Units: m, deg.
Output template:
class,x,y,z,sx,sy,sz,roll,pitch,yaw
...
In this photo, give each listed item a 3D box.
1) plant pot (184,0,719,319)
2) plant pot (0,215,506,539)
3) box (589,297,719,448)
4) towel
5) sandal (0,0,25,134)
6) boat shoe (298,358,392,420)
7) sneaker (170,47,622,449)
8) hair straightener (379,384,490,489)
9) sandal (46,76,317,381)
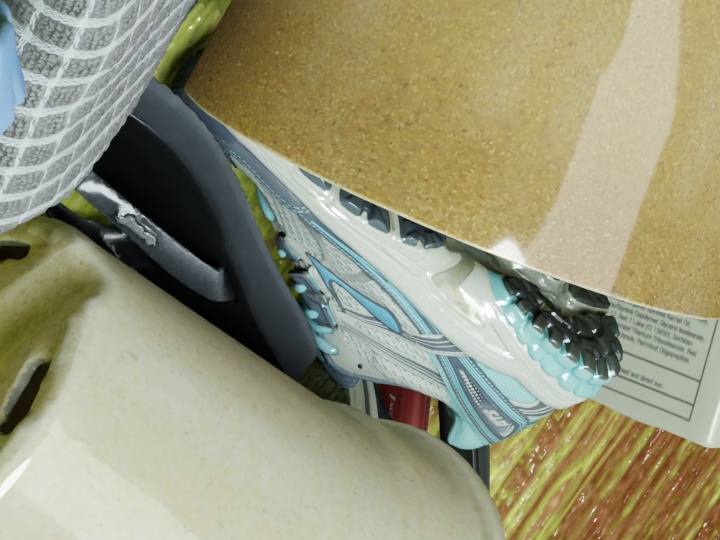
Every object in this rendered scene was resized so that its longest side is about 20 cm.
class,x,y,z,sx,sy,sz,roll,pitch,yaw
plant pot,0.067,-0.112,0.759,0.186,0.186,0.201,11,105,-50
plant pot,-0.082,0.086,0.796,0.184,0.200,0.201,46,71,-36
box,0.149,-0.039,1.031,0.109,0.127,0.201,4,104,-50
towel,-0.061,-0.121,0.704,0.200,0.085,0.166,-56,179,-44
sandal,-0.119,0.006,0.474,0.087,0.079,0.201,18,95,-53
boat shoe,-0.006,0.118,0.899,0.062,0.074,0.201,48,27,-35
sneaker,0.000,0.000,0.895,0.200,0.078,0.086,39,119,-19
hair straightener,0.047,0.004,1.000,0.077,0.041,0.201,-6,106,-26
sandal,-0.069,-0.013,0.834,0.043,0.076,0.200,-51,138,-19
